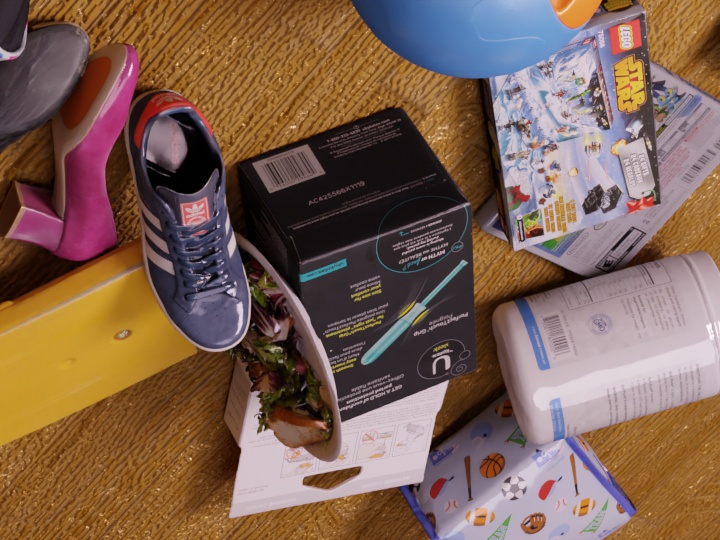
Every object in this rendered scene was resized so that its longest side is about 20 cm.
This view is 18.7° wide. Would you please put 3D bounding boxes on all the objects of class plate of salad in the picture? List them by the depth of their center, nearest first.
[{"bbox_3d":[-0.074,0.064,1.714,0.048,0.200,0.201,-26,139,-18],"label":"plate of salad"}]

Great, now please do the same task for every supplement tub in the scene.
[{"bbox_3d":[0.227,0.069,1.937,0.199,0.132,0.132,-15,137,-3],"label":"supplement tub"}]

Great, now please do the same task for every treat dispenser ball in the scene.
[{"bbox_3d":[0.081,-0.235,1.522,0.200,0.201,0.202,-17,137,-17],"label":"treat dispenser ball"}]

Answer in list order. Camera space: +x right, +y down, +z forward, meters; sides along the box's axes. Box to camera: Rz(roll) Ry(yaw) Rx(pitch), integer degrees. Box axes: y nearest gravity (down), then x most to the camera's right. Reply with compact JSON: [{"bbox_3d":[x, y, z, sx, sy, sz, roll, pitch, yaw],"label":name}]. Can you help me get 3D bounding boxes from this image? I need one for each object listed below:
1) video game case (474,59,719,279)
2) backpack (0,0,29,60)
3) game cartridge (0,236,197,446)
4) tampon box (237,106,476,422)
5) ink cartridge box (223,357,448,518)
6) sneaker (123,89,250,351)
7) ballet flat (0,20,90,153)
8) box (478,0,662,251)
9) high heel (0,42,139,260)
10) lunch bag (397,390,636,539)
[{"bbox_3d":[0.220,-0.086,1.891,0.182,0.022,0.200,22,116,-44],"label":"video game case"},{"bbox_3d":[-0.267,-0.219,1.324,0.150,0.201,0.178,-12,140,7],"label":"backpack"},{"bbox_3d":[-0.235,0.061,1.711,0.199,0.033,0.177,-24,153,-6],"label":"game cartridge"},{"bbox_3d":[0.000,0.000,1.756,0.149,0.126,0.201,-20,138,-14],"label":"tampon box"},{"bbox_3d":[-0.023,0.126,1.925,0.199,0.045,0.177,-8,133,-25],"label":"ink cartridge box"},{"bbox_3d":[-0.125,-0.034,1.602,0.075,0.084,0.201,-20,98,-16],"label":"sneaker"},{"bbox_3d":[-0.273,-0.108,1.551,0.200,0.057,0.067,-41,106,4],"label":"ballet flat"},{"bbox_3d":[0.172,-0.121,1.786,0.136,0.040,0.201,-17,130,-7],"label":"box"},{"bbox_3d":[-0.185,-0.083,1.600,0.096,0.068,0.200,12,126,-32],"label":"high heel"},{"bbox_3d":[0.154,0.221,2.072,0.170,0.124,0.200,-38,131,5],"label":"lunch bag"}]
